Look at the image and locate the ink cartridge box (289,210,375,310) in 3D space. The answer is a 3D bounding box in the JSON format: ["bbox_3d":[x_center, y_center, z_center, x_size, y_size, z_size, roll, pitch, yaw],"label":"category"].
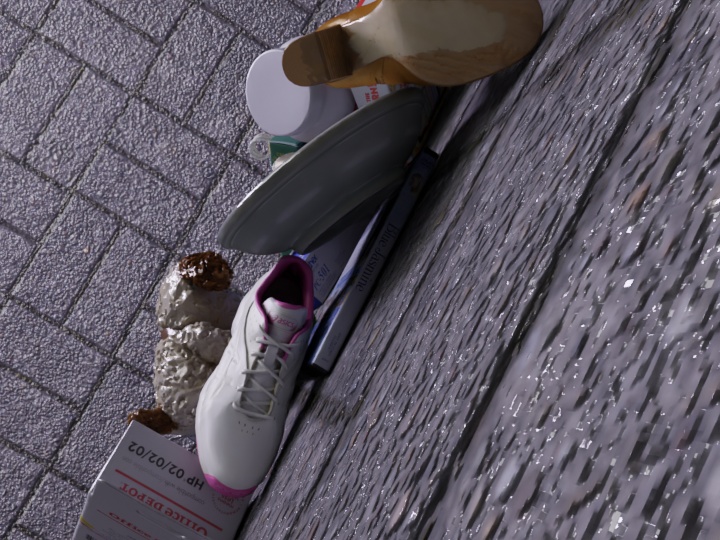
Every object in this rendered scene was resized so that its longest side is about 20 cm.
[{"bbox_3d":[-0.041,-0.023,0.884,0.094,0.044,0.201,-37,16,43],"label":"ink cartridge box"}]

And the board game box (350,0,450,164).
[{"bbox_3d":[0.052,-0.238,0.858,0.202,0.045,0.153,-63,-36,-35],"label":"board game box"}]

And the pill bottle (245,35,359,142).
[{"bbox_3d":[-0.033,-0.197,0.868,0.199,0.108,0.110,-27,-25,-57],"label":"pill bottle"}]

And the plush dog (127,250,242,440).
[{"bbox_3d":[-0.164,0.074,0.823,0.200,0.157,0.176,129,133,-62],"label":"plush dog"}]

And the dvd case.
[{"bbox_3d":[0.000,0.000,0.697,0.203,0.017,0.143,-63,5,-14],"label":"dvd case"}]

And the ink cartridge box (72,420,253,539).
[{"bbox_3d":[-0.160,0.195,0.651,0.200,0.114,0.069,-52,10,53],"label":"ink cartridge box"}]

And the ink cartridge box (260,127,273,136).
[{"bbox_3d":[-0.044,-0.202,1.186,0.084,0.198,0.146,-59,6,-4],"label":"ink cartridge box"}]

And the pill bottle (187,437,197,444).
[{"bbox_3d":[-0.179,0.162,1.013,0.113,0.111,0.200,-62,5,-23],"label":"pill bottle"}]

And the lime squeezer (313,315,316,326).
[{"bbox_3d":[-0.071,0.079,0.916,0.200,0.037,0.072,151,118,-78],"label":"lime squeezer"}]

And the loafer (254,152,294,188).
[{"bbox_3d":[-0.057,-0.099,0.861,0.198,0.069,0.075,-31,-5,39],"label":"loafer"}]

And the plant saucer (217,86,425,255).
[{"bbox_3d":[-0.019,-0.062,0.635,0.198,0.051,0.200,-36,-2,-2],"label":"plant saucer"}]

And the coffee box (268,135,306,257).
[{"bbox_3d":[-0.059,-0.091,0.999,0.123,0.043,0.204,-52,-34,-47],"label":"coffee box"}]

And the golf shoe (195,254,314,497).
[{"bbox_3d":[-0.080,0.074,0.640,0.092,0.074,0.203,123,161,-50],"label":"golf shoe"}]

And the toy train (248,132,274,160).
[{"bbox_3d":[-0.073,-0.096,1.095,0.147,0.203,0.056,-17,30,3],"label":"toy train"}]

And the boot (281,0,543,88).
[{"bbox_3d":[0.050,-0.177,0.593,0.144,0.197,0.072,-40,-58,-56],"label":"boot"}]
